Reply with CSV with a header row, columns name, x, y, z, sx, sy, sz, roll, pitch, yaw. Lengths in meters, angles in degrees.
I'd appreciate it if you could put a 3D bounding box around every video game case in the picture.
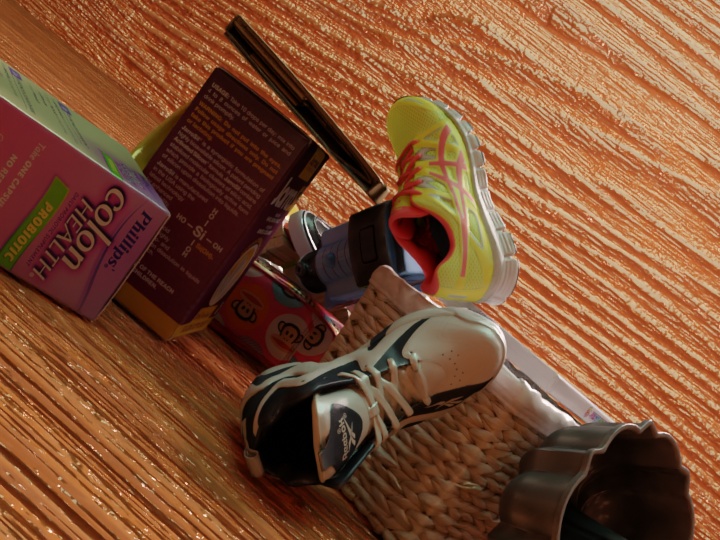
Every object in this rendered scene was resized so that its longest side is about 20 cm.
name,x,y,z,sx,sy,sz,roll,pitch,yaw
video game case,0.157,0.088,0.877,0.143,0.018,0.199,42,4,40

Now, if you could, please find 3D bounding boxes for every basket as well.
name,x,y,z,sx,sy,sz,roll,pitch,yaw
basket,0.076,0.137,0.839,0.199,0.162,0.198,34,5,-46

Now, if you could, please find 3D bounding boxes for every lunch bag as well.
name,x,y,z,sx,sy,sz,roll,pitch,yaw
lunch bag,-0.091,0.040,1.027,0.199,0.082,0.176,38,2,5

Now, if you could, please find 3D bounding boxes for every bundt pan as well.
name,x,y,z,sx,sy,sz,roll,pitch,yaw
bundt pan,0.160,0.204,0.718,0.075,0.205,0.201,4,-23,45

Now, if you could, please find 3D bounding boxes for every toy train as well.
name,x,y,z,sx,sy,sz,roll,pitch,yaw
toy train,0.018,-0.013,0.950,0.113,0.089,0.198,3,-13,-38

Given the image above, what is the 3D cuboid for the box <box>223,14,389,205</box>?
name,x,y,z,sx,sy,sz,roll,pitch,yaw
box,-0.037,-0.123,0.829,0.164,0.021,0.200,48,3,1

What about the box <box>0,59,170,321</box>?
name,x,y,z,sx,sy,sz,roll,pitch,yaw
box,-0.257,-0.082,0.715,0.199,0.097,0.176,36,4,-32

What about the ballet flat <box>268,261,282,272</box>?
name,x,y,z,sx,sy,sz,roll,pitch,yaw
ballet flat,-0.100,0.028,1.211,0.199,0.070,0.069,36,3,-40

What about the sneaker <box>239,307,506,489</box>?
name,x,y,z,sx,sy,sz,roll,pitch,yaw
sneaker,0.007,0.092,0.667,0.130,0.195,0.081,-82,160,-73

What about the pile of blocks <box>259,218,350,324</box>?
name,x,y,z,sx,sy,sz,roll,pitch,yaw
pile of blocks,-0.048,-0.003,1.146,0.083,0.061,0.201,-83,150,-44

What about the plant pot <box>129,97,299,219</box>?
name,x,y,z,sx,sy,sz,roll,pitch,yaw
plant pot,-0.176,-0.103,1.253,0.190,0.200,0.201,52,-3,-23

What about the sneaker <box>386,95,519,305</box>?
name,x,y,z,sx,sy,sz,roll,pitch,yaw
sneaker,0.057,-0.063,0.825,0.089,0.078,0.203,-7,60,-30

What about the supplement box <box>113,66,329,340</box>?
name,x,y,z,sx,sy,sz,roll,pitch,yaw
supplement box,-0.127,-0.053,0.848,0.103,0.201,0.131,37,4,4

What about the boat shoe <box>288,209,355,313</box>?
name,x,y,z,sx,sy,sz,roll,pitch,yaw
boat shoe,0.000,0.002,1.085,0.200,0.067,0.074,52,25,-25
